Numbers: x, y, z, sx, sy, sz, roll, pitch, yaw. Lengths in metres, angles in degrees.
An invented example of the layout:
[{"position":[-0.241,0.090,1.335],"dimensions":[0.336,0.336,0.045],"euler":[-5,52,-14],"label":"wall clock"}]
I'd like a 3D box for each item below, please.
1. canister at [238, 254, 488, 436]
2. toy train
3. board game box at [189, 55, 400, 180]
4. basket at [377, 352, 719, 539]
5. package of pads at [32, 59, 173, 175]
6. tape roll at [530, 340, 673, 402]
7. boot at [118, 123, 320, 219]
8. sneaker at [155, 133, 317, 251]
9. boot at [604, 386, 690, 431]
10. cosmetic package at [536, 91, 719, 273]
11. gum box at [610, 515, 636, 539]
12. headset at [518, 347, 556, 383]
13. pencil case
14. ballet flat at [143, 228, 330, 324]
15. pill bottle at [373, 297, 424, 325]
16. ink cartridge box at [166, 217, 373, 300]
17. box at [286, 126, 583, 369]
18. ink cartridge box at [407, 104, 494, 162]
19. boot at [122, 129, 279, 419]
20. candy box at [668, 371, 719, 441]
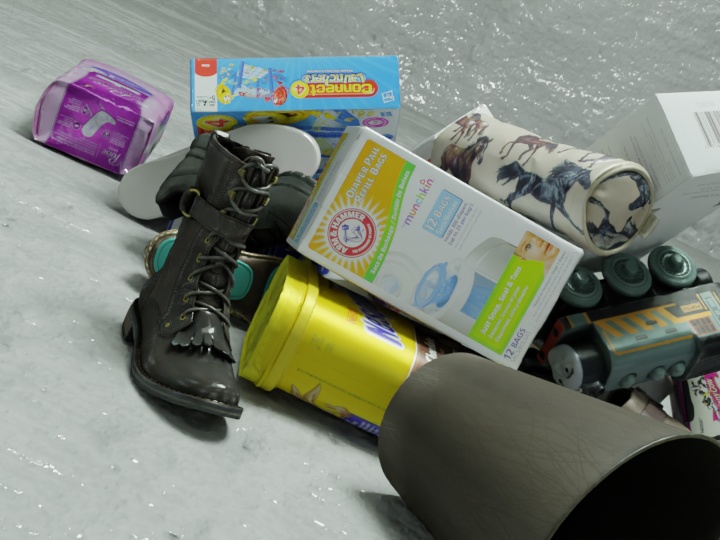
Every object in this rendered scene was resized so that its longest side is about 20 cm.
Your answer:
[{"position":[0.013,0.076,1.146],"dimensions":[0.200,0.087,0.149],"euler":[26,10,-8],"label":"canister"},{"position":[0.237,0.047,1.266],"dimensions":[0.200,0.085,0.114],"euler":[-10,55,-27],"label":"toy train"},{"position":[-0.064,-0.144,1.438],"dimensions":[0.195,0.056,0.200],"euler":[-2,-17,-2],"label":"board game box"},{"position":[0.112,0.140,0.963],"dimensions":[0.200,0.180,0.136],"euler":[31,-27,52],"label":"basket"},{"position":[-0.274,-0.168,1.571],"dimensions":[0.120,0.076,0.200],"euler":[22,13,-6],"label":"package of pads"},{"position":[0.210,0.069,1.427],"dimensions":[0.202,0.071,0.202],"euler":[45,0,0],"label":"tape roll"},{"position":[-0.128,-0.097,1.403],"dimensions":[0.200,0.073,0.090],"euler":[-10,4,12],"label":"boot"},{"position":[-0.093,-0.045,1.257],"dimensions":[0.200,0.091,0.076],"euler":[23,-30,36],"label":"sneaker"},{"position":[0.271,0.166,1.242],"dimensions":[0.146,0.070,0.200],"euler":[46,-2,-4],"label":"boot"},{"position":[0.241,-0.072,1.253],"dimensions":[0.113,0.200,0.081],"euler":[-8,68,-33],"label":"cosmetic package"},{"position":[0.222,0.204,1.086],"dimensions":[0.113,0.066,0.200],"euler":[28,13,1],"label":"gum box"},{"position":[0.160,0.103,1.305],"dimensions":[0.200,0.094,0.124],"euler":[35,10,-14],"label":"headset"},{"position":[0.152,-0.073,1.213],"dimensions":[0.089,0.078,0.200],"euler":[14,8,-41],"label":"pencil case"},{"position":[-0.091,0.014,1.242],"dimensions":[0.200,0.071,0.065],"euler":[26,-2,-17],"label":"ballet flat"},{"position":[0.000,0.000,1.358],"dimensions":[0.200,0.112,0.111],"euler":[33,14,29],"label":"pill bottle"},{"position":[-0.074,-0.030,1.305],"dimensions":[0.200,0.095,0.037],"euler":[8,-32,15],"label":"ink cartridge box"},{"position":[0.054,-0.020,1.152],"dimensions":[0.200,0.113,0.101],"euler":[30,1,-9],"label":"box"},{"position":[0.077,-0.049,1.403],"dimensions":[0.084,0.200,0.145],"euler":[-36,94,-38],"label":"ink cartridge box"},{"position":[-0.105,-0.005,1.033],"dimensions":[0.069,0.174,0.200],"euler":[18,15,-31],"label":"boot"},{"position":[0.333,0.103,1.420],"dimensions":[0.061,0.137,0.200],"euler":[-8,-11,8],"label":"candy box"}]
